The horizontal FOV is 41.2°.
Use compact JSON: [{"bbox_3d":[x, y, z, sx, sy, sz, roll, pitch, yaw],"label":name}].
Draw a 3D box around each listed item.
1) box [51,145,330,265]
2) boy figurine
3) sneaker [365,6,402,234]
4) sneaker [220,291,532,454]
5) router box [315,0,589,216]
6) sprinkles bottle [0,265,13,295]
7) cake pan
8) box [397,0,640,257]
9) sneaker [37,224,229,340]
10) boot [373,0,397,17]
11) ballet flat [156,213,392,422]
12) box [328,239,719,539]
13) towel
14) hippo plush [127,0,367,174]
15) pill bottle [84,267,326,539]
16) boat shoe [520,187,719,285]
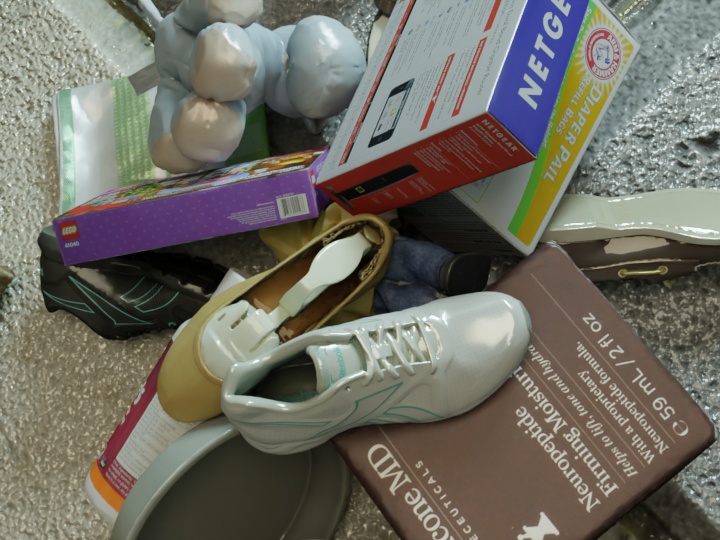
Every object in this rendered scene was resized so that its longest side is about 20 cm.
[{"bbox_3d":[-0.123,-0.055,0.758,0.198,0.137,0.039,-10,103,7],"label":"box"},{"bbox_3d":[0.000,0.000,0.753,0.199,0.064,0.126,18,108,37],"label":"boy figurine"},{"bbox_3d":[0.046,-0.127,0.806,0.088,0.077,0.202,2,77,2],"label":"sneaker"},{"bbox_3d":[0.009,0.061,0.580,0.199,0.080,0.071,-20,67,4],"label":"sneaker"},{"bbox_3d":[0.069,-0.145,0.669,0.179,0.049,0.201,-14,46,52],"label":"router box"},{"bbox_3d":[-0.380,0.073,0.824,0.068,0.068,0.201,26,80,16],"label":"sprinkles bottle"},{"bbox_3d":[-0.094,0.181,0.684,0.037,0.200,0.201,34,81,40],"label":"cake pan"},{"bbox_3d":[0.111,-0.123,0.745,0.101,0.112,0.201,36,75,-27],"label":"box"},{"bbox_3d":[-0.181,0.021,0.813,0.198,0.075,0.080,17,105,9],"label":"sneaker"},{"bbox_3d":[0.109,-0.274,0.798,0.199,0.097,0.075,-20,63,-17],"label":"boot"},{"bbox_3d":[-0.057,0.024,0.649,0.200,0.063,0.069,-41,88,-18],"label":"ballet flat"},{"bbox_3d":[0.109,0.120,0.670,0.200,0.164,0.166,-38,71,-2],"label":"box"},{"bbox_3d":[-0.181,-0.118,0.863,0.198,0.031,0.151,-12,73,7],"label":"towel"},{"bbox_3d":[-0.086,-0.149,0.791,0.160,0.199,0.161,8,88,-31],"label":"hippo plush"},{"bbox_3d":[-0.114,0.106,0.730,0.109,0.110,0.201,32,91,17],"label":"pill bottle"},{"bbox_3d":[0.224,-0.022,0.746,0.198,0.060,0.072,-1,34,7],"label":"boat shoe"}]
